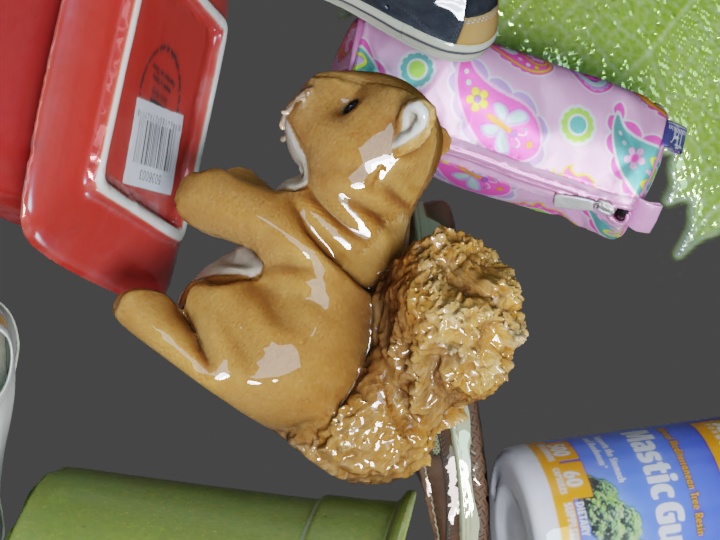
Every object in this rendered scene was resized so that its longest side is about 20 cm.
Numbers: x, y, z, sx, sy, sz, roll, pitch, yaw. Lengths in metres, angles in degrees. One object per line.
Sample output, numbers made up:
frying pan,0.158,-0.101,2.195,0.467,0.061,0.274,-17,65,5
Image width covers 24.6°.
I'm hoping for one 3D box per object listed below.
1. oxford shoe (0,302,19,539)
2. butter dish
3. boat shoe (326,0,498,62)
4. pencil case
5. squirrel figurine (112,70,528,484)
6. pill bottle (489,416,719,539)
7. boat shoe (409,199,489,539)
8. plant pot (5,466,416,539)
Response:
oxford shoe,-0.223,0.110,0.885,0.075,0.058,0.201,9,84,-11
butter dish,-0.167,-0.099,0.871,0.147,0.200,0.201,8,81,14
boat shoe,-0.010,-0.182,0.903,0.199,0.062,0.075,27,41,12
pencil case,0.078,-0.082,0.941,0.199,0.087,0.088,19,81,-7
squirrel figurine,0.000,0.000,0.857,0.200,0.142,0.187,35,87,14
pill bottle,0.180,0.140,0.921,0.199,0.112,0.113,-7,85,-10
boat shoe,0.028,0.065,0.931,0.074,0.075,0.204,-7,79,4
plant pot,-0.088,0.185,0.846,0.189,0.200,0.201,15,81,4
